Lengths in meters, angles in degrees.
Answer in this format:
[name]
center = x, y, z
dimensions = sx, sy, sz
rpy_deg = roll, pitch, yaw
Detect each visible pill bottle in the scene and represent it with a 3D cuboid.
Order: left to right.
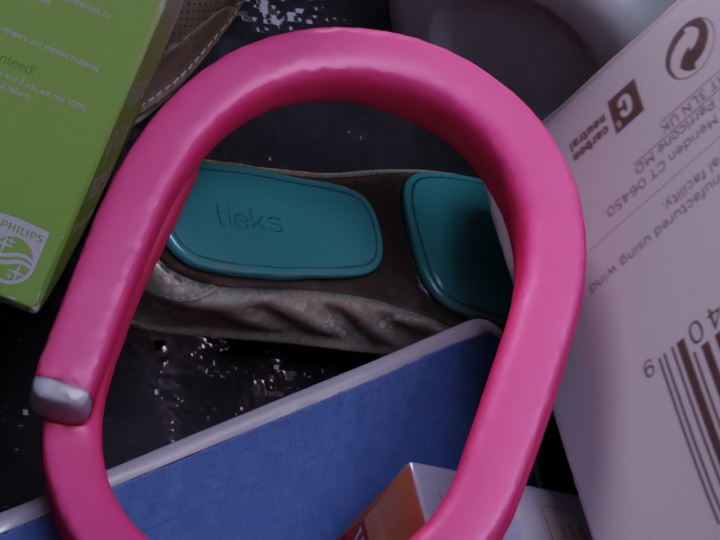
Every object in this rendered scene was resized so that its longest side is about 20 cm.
[pill bottle]
center = 0.101, -0.138, 0.976
dimensions = 0.111, 0.111, 0.200
rpy_deg = 37, 56, -5

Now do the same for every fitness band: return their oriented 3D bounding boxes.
[fitness band]
center = -0.012, 0.018, 0.786
dimensions = 0.144, 0.037, 0.200
rpy_deg = 18, 63, 5

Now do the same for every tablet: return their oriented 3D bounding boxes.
[tablet]
center = -0.020, 0.105, 0.833
dimensions = 0.200, 0.014, 0.130
rpy_deg = -21, 102, -31

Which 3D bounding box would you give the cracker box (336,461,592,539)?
[cracker box]
center = 0.094, 0.142, 0.827
dimensions = 0.200, 0.058, 0.134
rpy_deg = 15, 43, -33

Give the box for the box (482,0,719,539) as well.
[box]
center = 0.179, 0.007, 0.817
dimensions = 0.171, 0.199, 0.200
rpy_deg = 22, 39, -36

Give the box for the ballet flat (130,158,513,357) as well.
[ballet flat]
center = 0.000, 0.000, 0.894
dimensions = 0.200, 0.062, 0.068
rpy_deg = 10, 58, -29

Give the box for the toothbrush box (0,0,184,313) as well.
[toothbrush box]
center = -0.088, -0.103, 0.791
dimensions = 0.086, 0.146, 0.200
rpy_deg = 22, 96, -4

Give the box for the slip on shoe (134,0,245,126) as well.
[slip on shoe]
center = -0.059, -0.120, 0.922
dimensions = 0.076, 0.061, 0.200
rpy_deg = 43, 56, -1
